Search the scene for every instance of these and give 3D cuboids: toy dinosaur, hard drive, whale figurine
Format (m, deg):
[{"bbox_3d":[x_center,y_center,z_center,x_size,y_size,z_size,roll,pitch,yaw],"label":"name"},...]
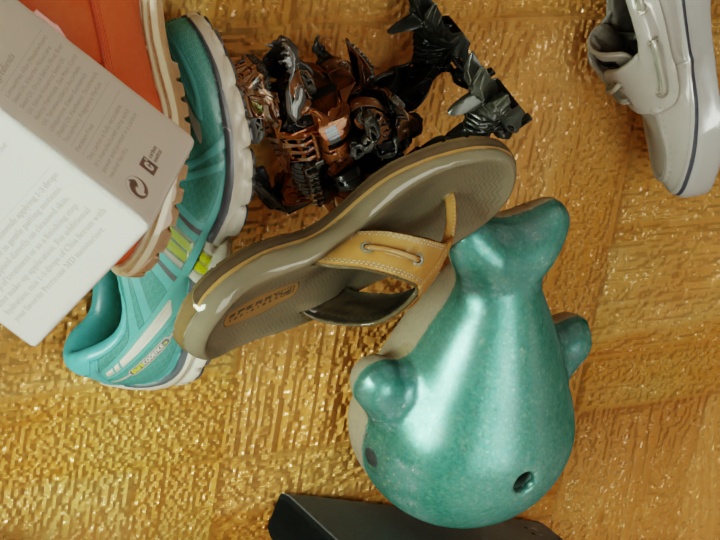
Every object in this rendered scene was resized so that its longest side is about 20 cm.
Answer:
[{"bbox_3d":[0.009,-0.072,1.297,0.136,0.102,0.200,-41,160,7],"label":"toy dinosaur"},{"bbox_3d":[0.062,0.179,1.410,0.199,0.139,0.033,10,108,-38],"label":"hard drive"},{"bbox_3d":[0.071,0.057,1.363,0.159,0.104,0.201,-9,132,-32],"label":"whale figurine"}]

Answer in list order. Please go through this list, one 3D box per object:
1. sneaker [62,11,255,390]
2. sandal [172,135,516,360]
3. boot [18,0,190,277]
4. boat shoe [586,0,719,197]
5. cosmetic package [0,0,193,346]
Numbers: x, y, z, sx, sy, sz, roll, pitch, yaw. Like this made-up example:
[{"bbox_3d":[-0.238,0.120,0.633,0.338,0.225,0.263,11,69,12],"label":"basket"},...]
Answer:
[{"bbox_3d":[-0.102,-0.030,1.236,0.079,0.078,0.201,1,112,-25],"label":"sneaker"},{"bbox_3d":[0.000,0.000,1.239,0.200,0.054,0.080,-28,150,-24],"label":"sandal"},{"bbox_3d":[-0.139,-0.094,1.152,0.107,0.075,0.201,-5,90,-33],"label":"boot"},{"bbox_3d":[0.159,-0.124,1.375,0.065,0.072,0.201,-15,130,-8],"label":"boat shoe"},{"bbox_3d":[-0.184,-0.071,1.076,0.200,0.071,0.101,38,127,-13],"label":"cosmetic package"}]
